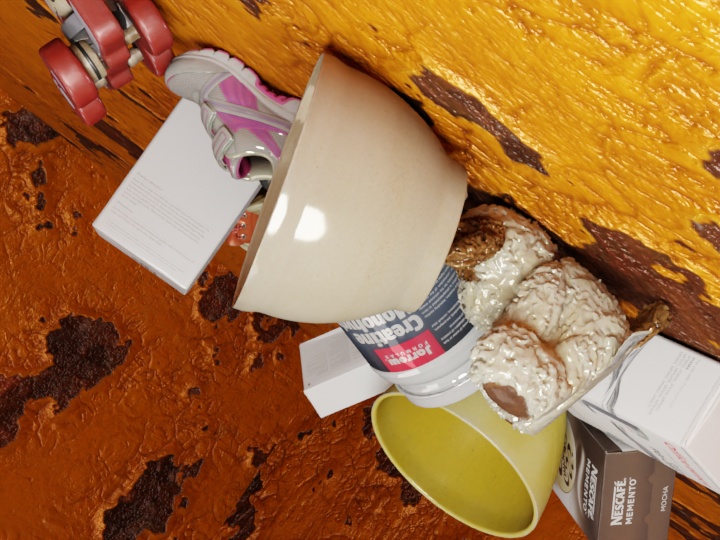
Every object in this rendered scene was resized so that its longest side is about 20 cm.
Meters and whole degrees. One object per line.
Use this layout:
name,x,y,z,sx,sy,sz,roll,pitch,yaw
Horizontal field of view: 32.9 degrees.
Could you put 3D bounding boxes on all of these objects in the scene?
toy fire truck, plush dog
toy fire truck,-0.268,-0.244,1.157,0.168,0.112,0.200,53,171,0
plush dog,0.135,0.020,0.974,0.172,0.160,0.200,53,-178,15

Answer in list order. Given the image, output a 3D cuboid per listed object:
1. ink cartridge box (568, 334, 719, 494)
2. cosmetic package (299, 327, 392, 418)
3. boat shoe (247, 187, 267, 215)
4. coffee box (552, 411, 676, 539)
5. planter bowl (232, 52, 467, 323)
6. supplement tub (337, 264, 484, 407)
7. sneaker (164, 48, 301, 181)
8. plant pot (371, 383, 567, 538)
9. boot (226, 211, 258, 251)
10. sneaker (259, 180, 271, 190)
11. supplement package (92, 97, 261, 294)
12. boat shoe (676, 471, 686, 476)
ink cartridge box,0.261,0.113,1.113,0.199,0.085,0.146,25,169,44
cosmetic package,0.034,0.085,1.334,0.083,0.199,0.051,-98,-18,-56
boat shoe,-0.087,-0.082,1.452,0.066,0.074,0.200,42,171,-13
coffee box,0.250,0.191,1.277,0.079,0.114,0.200,-2,-161,-12
planter bowl,-0.001,-0.045,0.913,0.134,0.201,0.200,19,174,-7
supplement tub,0.039,0.012,1.100,0.200,0.140,0.140,53,165,-26
sneaker,-0.113,-0.136,1.144,0.199,0.088,0.081,31,167,21
plant pot,0.132,0.150,1.241,0.199,0.142,0.201,31,149,22
boot,-0.152,-0.088,1.589,0.075,0.107,0.200,30,170,41
sneaker,-0.024,-0.061,1.239,0.200,0.074,0.089,31,-158,-52
supplement package,-0.179,-0.091,1.307,0.121,0.201,0.120,35,172,-5
boat shoe,0.349,0.181,1.231,0.066,0.072,0.200,35,167,-10
